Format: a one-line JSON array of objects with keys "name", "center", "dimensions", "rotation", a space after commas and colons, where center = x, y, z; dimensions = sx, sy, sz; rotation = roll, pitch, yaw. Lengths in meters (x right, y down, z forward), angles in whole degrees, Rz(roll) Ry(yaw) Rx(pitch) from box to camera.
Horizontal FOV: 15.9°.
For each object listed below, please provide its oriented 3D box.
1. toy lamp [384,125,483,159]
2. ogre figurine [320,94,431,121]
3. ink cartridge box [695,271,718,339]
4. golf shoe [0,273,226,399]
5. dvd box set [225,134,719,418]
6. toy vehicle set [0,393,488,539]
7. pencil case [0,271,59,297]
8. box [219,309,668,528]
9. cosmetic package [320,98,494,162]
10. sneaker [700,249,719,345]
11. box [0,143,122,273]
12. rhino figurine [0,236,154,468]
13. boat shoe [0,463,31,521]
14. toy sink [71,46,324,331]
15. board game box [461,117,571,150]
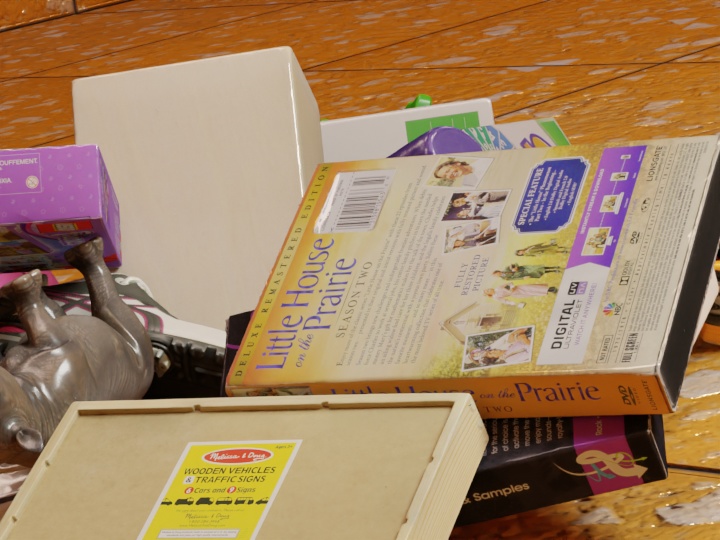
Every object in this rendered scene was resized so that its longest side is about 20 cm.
[{"name": "toy lamp", "center": [0.000, 0.000, 1.289], "dimensions": [0.058, 0.058, 0.200], "rotation": [-20, -20, -44]}, {"name": "ogre figurine", "center": [0.039, -0.067, 1.734], "dimensions": [0.198, 0.099, 0.120], "rotation": [-8, 8, -6]}, {"name": "ink cartridge box", "center": [0.089, 0.035, 1.234], "dimensions": [0.115, 0.068, 0.200], "rotation": [-4, 28, 26]}, {"name": "golf shoe", "center": [-0.120, 0.036, 1.341], "dimensions": [0.199, 0.078, 0.088], "rotation": [5, 44, 28]}, {"name": "dvd box set", "center": [0.053, 0.004, 1.118], "dimensions": [0.199, 0.030, 0.147], "rotation": [-4, 42, 25]}, {"name": "toy vehicle set", "center": [-0.057, 0.103, 1.060], "dimensions": [0.199, 0.027, 0.125], "rotation": [-2, 39, 28]}, {"name": "pencil case", "center": [-0.233, 0.039, 1.461], "dimensions": [0.093, 0.091, 0.200], "rotation": [27, 18, 10]}, {"name": "box", "center": [0.032, 0.054, 1.126], "dimensions": [0.198, 0.036, 0.144], "rotation": [-13, 39, 14]}, {"name": "cosmetic package", "center": [-0.009, -0.043, 1.622], "dimensions": [0.198, 0.109, 0.085], "rotation": [-9, 2, 2]}, {"name": "sneaker", "center": [0.132, -0.024, 1.351], "dimensions": [0.198, 0.077, 0.079], "rotation": [12, 58, 4]}, {"name": "box", "center": [-0.194, -0.027, 1.312], "dimensions": [0.136, 0.039, 0.200], "rotation": [-3, -7, -3]}, {"name": "rhino figurine", "center": [-0.151, 0.049, 1.191], "dimensions": [0.060, 0.088, 0.200], "rotation": [-27, 4, 20]}, {"name": "boat shoe", "center": [-0.217, 0.092, 1.246], "dimensions": [0.198, 0.070, 0.071], "rotation": [-7, 12, 9]}, {"name": "toy sink", "center": [-0.084, -0.008, 1.465], "dimensions": [0.129, 0.202, 0.112], "rotation": [-9, -18, 6]}, {"name": "board game box", "center": [0.099, -0.042, 1.532], "dimensions": [0.030, 0.096, 0.200], "rotation": [-36, -11, 24]}]
